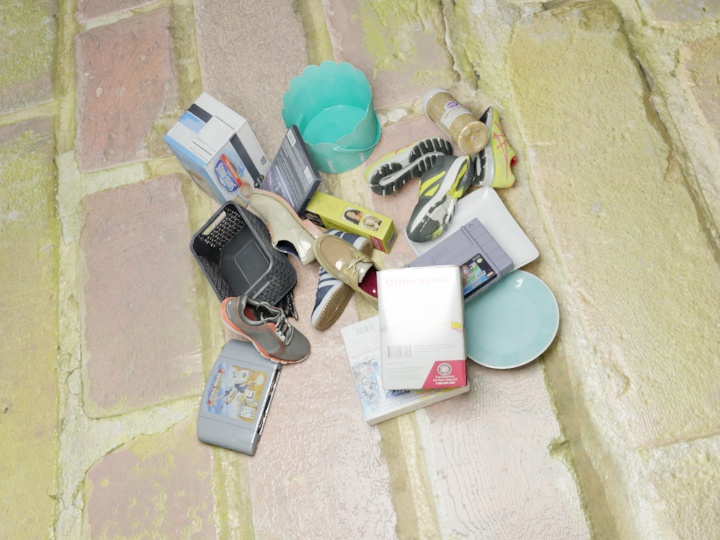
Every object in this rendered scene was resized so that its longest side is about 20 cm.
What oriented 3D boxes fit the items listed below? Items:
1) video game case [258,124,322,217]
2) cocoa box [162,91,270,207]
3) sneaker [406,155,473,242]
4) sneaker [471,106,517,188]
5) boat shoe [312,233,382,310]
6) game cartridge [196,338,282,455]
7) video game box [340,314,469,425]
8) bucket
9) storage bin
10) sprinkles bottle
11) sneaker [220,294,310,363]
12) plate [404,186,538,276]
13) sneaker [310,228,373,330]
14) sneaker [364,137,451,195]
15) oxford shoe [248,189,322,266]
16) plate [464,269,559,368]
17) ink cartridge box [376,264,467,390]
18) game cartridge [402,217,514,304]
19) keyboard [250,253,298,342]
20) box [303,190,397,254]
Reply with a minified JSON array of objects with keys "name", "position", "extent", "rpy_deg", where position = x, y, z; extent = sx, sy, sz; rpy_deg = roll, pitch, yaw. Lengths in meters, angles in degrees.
[{"name":"video game case","position":[-0.147,-0.167,1.523],"extent":[0.019,0.201,0.145],"rpy_deg":[-4,55,-35]},{"name":"cocoa box","position":[-0.287,-0.235,1.564],"extent":[0.132,0.201,0.132],"rpy_deg":[34,76,23]},{"name":"sneaker","position":[0.143,-0.141,1.473],"extent":[0.084,0.075,0.201],"rpy_deg":[23,70,42]},{"name":"sneaker","position":[0.271,-0.241,1.524],"extent":[0.088,0.078,0.204],"rpy_deg":[15,58,-14]},{"name":"boat shoe","position":[0.000,0.000,1.403],"extent":[0.199,0.066,0.075],"rpy_deg":[37,74,-12]},{"name":"game cartridge","position":[-0.230,0.233,1.428],"extent":[0.130,0.042,0.204],"rpy_deg":[11,68,12]},{"name":"video game box","position":[0.080,0.162,1.386],"extent":[0.196,0.047,0.185],"rpy_deg":[-19,61,4]},{"name":"bucket","position":[-0.057,-0.315,1.587],"extent":[0.202,0.135,0.212],"rpy_deg":[-5,65,10]},{"name":"storage bin","position":[-0.230,-0.019,1.486],"extent":[0.135,0.094,0.201],"rpy_deg":[-43,58,9]},{"name":"sprinkles bottle","position":[0.188,-0.303,1.523],"extent":[0.067,0.069,0.201],"rpy_deg":[-28,37,-1]},{"name":"sneaker","position":[-0.160,0.107,1.386],"extent":[0.081,0.198,0.078],"rpy_deg":[-27,43,43]},{"name":"plate","position":[0.209,-0.045,1.448],"extent":[0.197,0.032,0.201],"rpy_deg":[-29,55,0]},{"name":"sneaker","position":[-0.066,0.011,1.476],"extent":[0.107,0.070,0.202],"rpy_deg":[24,76,27]},{"name":"sneaker","position":[0.092,-0.222,1.538],"extent":[0.197,0.080,0.090],"rpy_deg":[-22,25,-16]},{"name":"oxford shoe","position":[-0.154,-0.085,1.457],"extent":[0.199,0.071,0.074],"rpy_deg":[36,68,25]},{"name":"plate","position":[0.261,0.089,1.381],"extent":[0.196,0.026,0.204],"rpy_deg":[-9,57,13]},{"name":"ink cartridge box","position":[0.108,0.100,1.306],"extent":[0.144,0.086,0.205],"rpy_deg":[-3,83,11]},{"name":"game cartridge","position":[0.168,0.003,1.394],"extent":[0.198,0.039,0.130],"rpy_deg":[-34,51,-2]},{"name":"keyboard","position":[-0.175,0.039,1.503],"extent":[0.102,0.040,0.204],"rpy_deg":[-6,65,10]},{"name":"box","position":[-0.025,-0.100,1.516],"extent":[0.197,0.075,0.051],"rpy_deg":[22,73,20]}]
